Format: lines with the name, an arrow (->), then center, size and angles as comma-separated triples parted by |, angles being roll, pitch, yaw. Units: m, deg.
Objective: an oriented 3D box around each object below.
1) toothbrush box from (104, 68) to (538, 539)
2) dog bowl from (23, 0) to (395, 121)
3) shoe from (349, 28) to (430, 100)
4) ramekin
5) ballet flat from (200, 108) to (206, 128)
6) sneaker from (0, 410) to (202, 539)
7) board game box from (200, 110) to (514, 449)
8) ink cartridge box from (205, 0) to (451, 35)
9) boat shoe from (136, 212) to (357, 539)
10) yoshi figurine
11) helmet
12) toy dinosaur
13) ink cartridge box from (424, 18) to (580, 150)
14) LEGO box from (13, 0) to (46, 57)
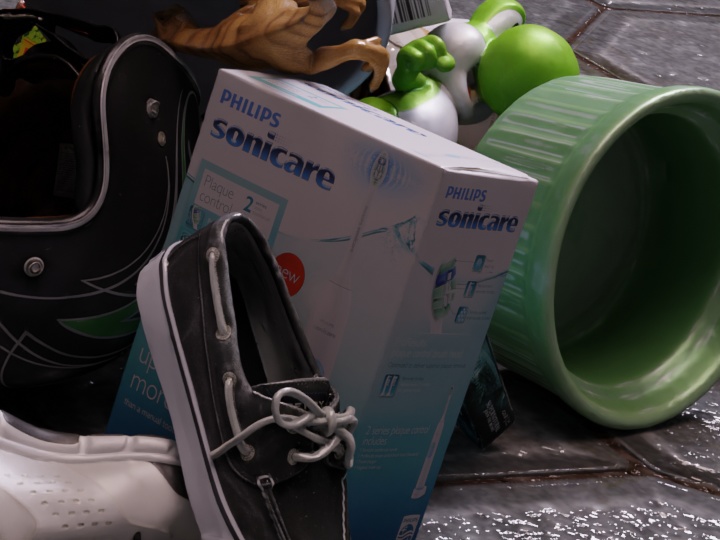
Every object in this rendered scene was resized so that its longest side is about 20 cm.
toothbrush box -> -0.021, 0.021, 1.214 | 0.146, 0.200, 0.085 | 27, 13, 34
dog bowl -> -0.077, -0.171, 1.341 | 0.200, 0.200, 0.079 | 11, 53, -2
shoe -> 0.011, -0.068, 1.551 | 0.070, 0.200, 0.053 | -20, -33, 38
ramekin -> 0.142, -0.017, 1.449 | 0.200, 0.200, 0.098 | -6, 19, -42
ballet flat -> -0.161, -0.080, 1.439 | 0.200, 0.070, 0.069 | 6, 18, 10
sneaker -> -0.137, 0.114, 1.128 | 0.200, 0.074, 0.080 | 12, 51, -19
board game box -> 0.000, 0.000, 1.353 | 0.200, 0.028, 0.135 | 44, -10, 26
ink cartridge box -> -0.027, -0.156, 1.539 | 0.162, 0.057, 0.200 | -14, 2, 3
boat shoe -> -0.036, 0.070, 1.126 | 0.074, 0.068, 0.200 | 5, 60, -47
yoshi figurine -> 0.056, -0.088, 1.470 | 0.112, 0.112, 0.200 | 38, 60, 5
helmet -> -0.179, -0.032, 1.299 | 0.200, 0.191, 0.200 | 17, -15, 5
toy dinosaur -> -0.035, -0.117, 1.235 | 0.106, 0.061, 0.200 | -5, -1, -32
ink cartridge box -> 0.085, -0.066, 1.612 | 0.084, 0.145, 0.200 | -2, 25, -39
LEGO box -> -0.116, -0.090, 1.589 | 0.200, 0.077, 0.149 | 16, 12, -43
